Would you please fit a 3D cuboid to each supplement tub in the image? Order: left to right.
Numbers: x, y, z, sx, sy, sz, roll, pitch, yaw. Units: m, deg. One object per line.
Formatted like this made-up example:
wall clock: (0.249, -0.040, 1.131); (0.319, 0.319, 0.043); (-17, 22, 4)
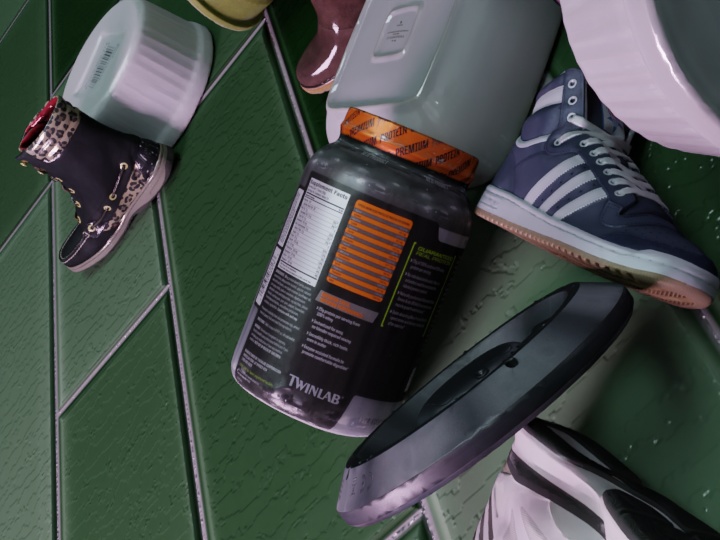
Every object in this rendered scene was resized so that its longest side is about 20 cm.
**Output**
supplement tub: (0.000, 0.000, 0.737); (0.122, 0.122, 0.201); (31, 100, 56)

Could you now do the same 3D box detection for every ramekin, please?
ramekin: (-0.272, -0.225, 1.294); (0.200, 0.097, 0.202); (-32, 44, 37)
ramekin: (0.191, -0.149, 0.549); (0.094, 0.201, 0.204); (1, 68, 67)

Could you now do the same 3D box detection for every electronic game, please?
electronic game: (0.067, 0.072, 0.600); (0.200, 0.042, 0.200); (-38, -1, 0)

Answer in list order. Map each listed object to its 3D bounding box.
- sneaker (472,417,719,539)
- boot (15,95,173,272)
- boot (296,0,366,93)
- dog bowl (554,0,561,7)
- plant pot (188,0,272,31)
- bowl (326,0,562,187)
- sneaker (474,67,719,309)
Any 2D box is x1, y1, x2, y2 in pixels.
sneaker: (0.119, 0.165, 0.545); (0.116, 0.075, 0.200); (-66, 25, 9)
boot: (-0.325, -0.097, 1.226); (0.203, 0.153, 0.074); (-43, 38, 26)
boot: (-0.037, -0.264, 0.945); (0.200, 0.166, 0.073); (-46, 37, 23)
dog bowl: (0.196, -0.236, 0.700); (0.200, 0.074, 0.201); (-33, 43, 37)
plant pot: (-0.095, -0.378, 1.104); (0.183, 0.200, 0.201); (-24, 48, 28)
bowl: (0.052, -0.168, 0.846); (0.199, 0.074, 0.201); (8, 73, 56)
sneaker: (0.149, -0.054, 0.642); (0.109, 0.070, 0.200); (-63, 31, 3)
